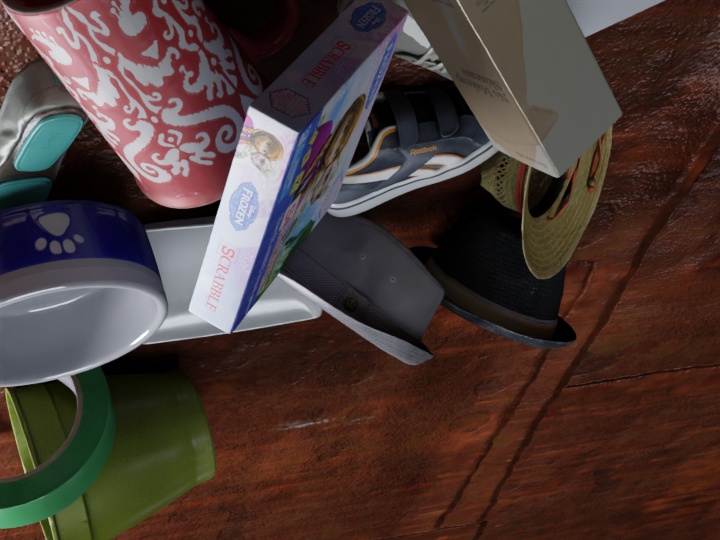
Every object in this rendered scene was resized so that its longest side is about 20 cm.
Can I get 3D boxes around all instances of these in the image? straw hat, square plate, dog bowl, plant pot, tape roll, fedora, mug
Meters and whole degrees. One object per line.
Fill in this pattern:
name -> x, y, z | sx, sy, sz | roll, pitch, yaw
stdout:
straw hat -> 0.159, -0.096, 1.044 | 0.085, 0.202, 0.201 | 17, 160, 29
square plate -> -0.131, 0.000, 1.126 | 0.198, 0.029, 0.199 | -8, 147, -12
dog bowl -> -0.271, 0.023, 0.958 | 0.199, 0.079, 0.200 | -17, 159, -7
plant pot -> -0.269, 0.197, 1.232 | 0.192, 0.201, 0.201 | -16, 149, -22
tape roll -> -0.343, 0.149, 1.094 | 0.199, 0.201, 0.048 | -10, 147, -10
fedora -> 0.000, 0.000, 1.036 | 0.091, 0.199, 0.177 | -56, 170, 3
fedora -> 0.142, -0.004, 1.127 | 0.200, 0.201, 0.092 | 11, 109, -35
mug -> -0.148, -0.173, 0.808 | 0.133, 0.178, 0.200 | 10, 154, 30

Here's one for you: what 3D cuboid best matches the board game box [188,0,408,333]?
board game box -> -0.046, -0.083, 0.837 | 0.041, 0.200, 0.201 | 29, 133, 5

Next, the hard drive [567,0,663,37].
hard drive -> 0.172, -0.262, 0.873 | 0.131, 0.026, 0.200 | -24, 147, 11

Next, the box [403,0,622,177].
box -> 0.111, -0.175, 0.848 | 0.078, 0.095, 0.200 | -44, 126, -7

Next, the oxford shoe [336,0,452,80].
oxford shoe -> 0.069, -0.189, 0.909 | 0.199, 0.058, 0.075 | 15, 138, -37

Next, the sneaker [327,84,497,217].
sneaker -> 0.046, -0.120, 0.979 | 0.199, 0.079, 0.080 | -27, 134, 2

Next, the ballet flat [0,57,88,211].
ballet flat -> -0.274, -0.095, 0.894 | 0.067, 0.064, 0.200 | -7, 155, -42
